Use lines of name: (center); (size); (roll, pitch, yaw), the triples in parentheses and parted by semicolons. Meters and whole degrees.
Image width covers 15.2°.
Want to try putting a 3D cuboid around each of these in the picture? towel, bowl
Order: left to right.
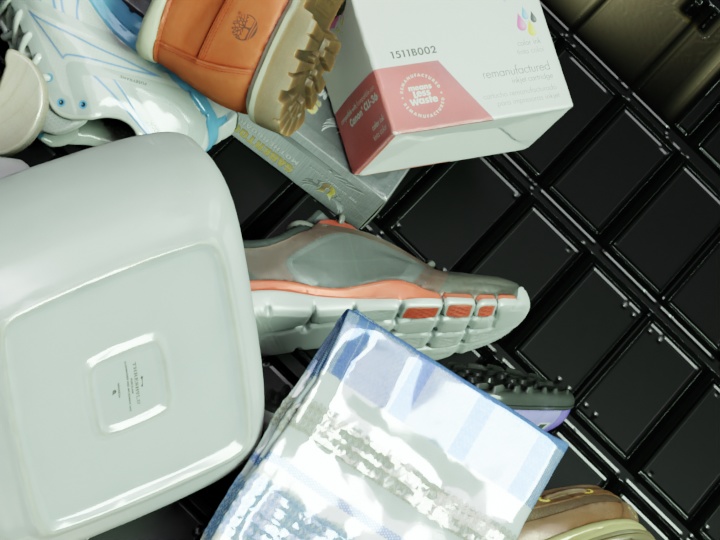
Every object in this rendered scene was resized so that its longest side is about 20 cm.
bowl: (-0.133, 0.048, 1.356); (0.200, 0.075, 0.200); (-21, 121, -27)
towel: (0.002, 0.136, 1.393); (0.147, 0.024, 0.200); (33, 76, -5)

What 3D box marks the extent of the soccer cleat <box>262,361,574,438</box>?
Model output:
soccer cleat: (0.031, 0.095, 1.482); (0.200, 0.068, 0.073); (-6, 104, -35)

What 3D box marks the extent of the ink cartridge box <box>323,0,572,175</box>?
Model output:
ink cartridge box: (0.030, -0.164, 1.524); (0.116, 0.067, 0.200); (-11, 74, -25)

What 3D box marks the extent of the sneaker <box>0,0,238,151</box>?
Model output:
sneaker: (-0.165, -0.119, 1.480); (0.200, 0.075, 0.087); (40, 65, -3)

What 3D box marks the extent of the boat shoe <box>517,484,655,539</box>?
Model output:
boat shoe: (0.060, 0.159, 1.464); (0.200, 0.072, 0.068); (-9, 39, -17)

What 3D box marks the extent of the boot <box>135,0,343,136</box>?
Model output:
boot: (-0.045, -0.183, 1.447); (0.107, 0.075, 0.200); (24, 82, 17)

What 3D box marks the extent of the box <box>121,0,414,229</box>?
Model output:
box: (-0.032, -0.144, 1.558); (0.200, 0.048, 0.158); (37, 61, -5)

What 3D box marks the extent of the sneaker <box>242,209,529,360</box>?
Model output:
sneaker: (0.000, 0.000, 1.497); (0.200, 0.077, 0.082); (3, 61, -22)

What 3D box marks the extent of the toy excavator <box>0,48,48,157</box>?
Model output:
toy excavator: (-0.270, -0.154, 1.433); (0.194, 0.100, 0.200); (-5, 92, -3)

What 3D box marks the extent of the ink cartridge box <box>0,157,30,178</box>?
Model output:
ink cartridge box: (-0.277, -0.010, 1.386); (0.200, 0.068, 0.115); (9, 65, -18)
